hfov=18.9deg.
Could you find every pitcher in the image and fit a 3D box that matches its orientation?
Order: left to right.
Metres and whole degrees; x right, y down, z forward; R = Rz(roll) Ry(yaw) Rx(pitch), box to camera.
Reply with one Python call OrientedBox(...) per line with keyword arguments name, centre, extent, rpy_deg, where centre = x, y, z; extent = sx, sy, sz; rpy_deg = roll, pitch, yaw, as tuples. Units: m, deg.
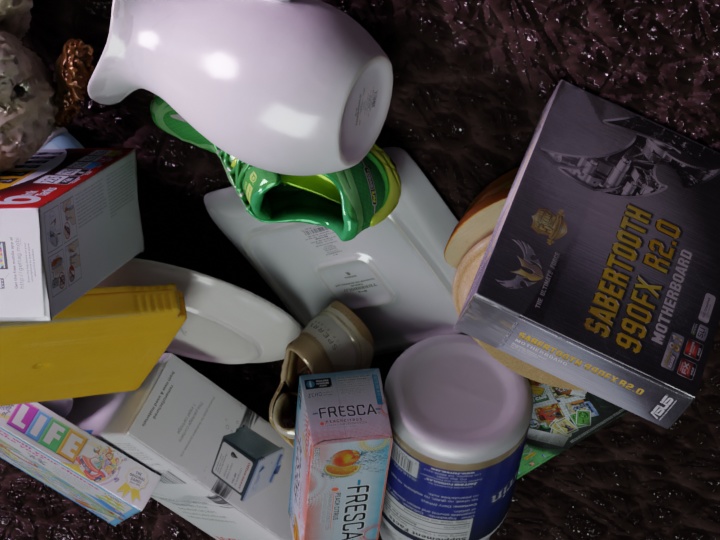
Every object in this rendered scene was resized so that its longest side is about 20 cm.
OrientedBox(name="pitcher", centre=(-0.081, -0.161, 1.479), extent=(0.200, 0.121, 0.172), rpy_deg=(21, 127, 20))

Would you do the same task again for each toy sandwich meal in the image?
OrientedBox(name="toy sandwich meal", centre=(0.155, 0.009, 1.587), extent=(0.205, 0.070, 0.205), rpy_deg=(9, 140, 7))

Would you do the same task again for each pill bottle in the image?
OrientedBox(name="pill bottle", centre=(0.068, 0.150, 1.709), extent=(0.116, 0.116, 0.200), rpy_deg=(17, 144, 8))

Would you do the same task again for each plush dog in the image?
OrientedBox(name="plush dog", centre=(-0.289, -0.148, 1.544), extent=(0.172, 0.200, 0.160), rpy_deg=(60, 167, 0))

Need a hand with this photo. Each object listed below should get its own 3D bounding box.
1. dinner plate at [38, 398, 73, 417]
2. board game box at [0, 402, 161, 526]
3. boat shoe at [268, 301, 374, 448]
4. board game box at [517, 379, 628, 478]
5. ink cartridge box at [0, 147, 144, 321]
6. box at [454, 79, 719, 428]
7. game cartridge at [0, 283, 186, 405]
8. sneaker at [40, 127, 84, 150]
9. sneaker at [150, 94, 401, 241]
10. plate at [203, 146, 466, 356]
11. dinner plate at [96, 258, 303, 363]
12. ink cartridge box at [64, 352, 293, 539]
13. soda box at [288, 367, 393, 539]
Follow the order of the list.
OrientedBox(name="dinner plate", centre=(-0.317, 0.052, 1.797), extent=(0.200, 0.024, 0.200), rpy_deg=(33, 149, 23))
OrientedBox(name="board game box", centre=(-0.271, 0.144, 1.815), extent=(0.200, 0.034, 0.134), rpy_deg=(32, 162, -8))
OrientedBox(name="boat shoe", centre=(-0.040, 0.108, 1.723), extent=(0.074, 0.069, 0.200), rpy_deg=(41, 146, 28))
OrientedBox(name="board game box", centre=(0.123, 0.114, 1.748), extent=(0.105, 0.023, 0.200), rpy_deg=(34, 141, -15))
OrientedBox(name="ink cartridge box", centre=(-0.272, -0.028, 1.561), extent=(0.175, 0.200, 0.084), rpy_deg=(-1, 104, 13))
OrientedBox(name="box", centre=(0.169, -0.014, 1.442), extent=(0.158, 0.200, 0.048), rpy_deg=(26, 145, -2))
OrientedBox(name="game cartridge", centre=(-0.246, 0.059, 1.648), extent=(0.200, 0.032, 0.176), rpy_deg=(-6, 159, -24))
OrientedBox(name="sneaker", centre=(-0.259, -0.032, 1.719), extent=(0.082, 0.074, 0.200), rpy_deg=(44, 142, 9))
OrientedBox(name="sneaker", centre=(-0.069, -0.085, 1.561), extent=(0.200, 0.084, 0.074), rpy_deg=(25, 136, 15))
OrientedBox(name="plate", centre=(0.000, 0.000, 1.676), extent=(0.200, 0.032, 0.200), rpy_deg=(-12, 130, 36))
OrientedBox(name="dinner plate", centre=(-0.142, 0.039, 1.739), extent=(0.200, 0.024, 0.200), rpy_deg=(15, 161, 5))
OrientedBox(name="ink cartridge box", centre=(-0.136, 0.158, 1.838), extent=(0.200, 0.086, 0.146), rpy_deg=(36, 160, -25))
OrientedBox(name="soda box", centre=(-0.017, 0.160, 1.682), extent=(0.064, 0.068, 0.200), rpy_deg=(-5, 143, -10))
